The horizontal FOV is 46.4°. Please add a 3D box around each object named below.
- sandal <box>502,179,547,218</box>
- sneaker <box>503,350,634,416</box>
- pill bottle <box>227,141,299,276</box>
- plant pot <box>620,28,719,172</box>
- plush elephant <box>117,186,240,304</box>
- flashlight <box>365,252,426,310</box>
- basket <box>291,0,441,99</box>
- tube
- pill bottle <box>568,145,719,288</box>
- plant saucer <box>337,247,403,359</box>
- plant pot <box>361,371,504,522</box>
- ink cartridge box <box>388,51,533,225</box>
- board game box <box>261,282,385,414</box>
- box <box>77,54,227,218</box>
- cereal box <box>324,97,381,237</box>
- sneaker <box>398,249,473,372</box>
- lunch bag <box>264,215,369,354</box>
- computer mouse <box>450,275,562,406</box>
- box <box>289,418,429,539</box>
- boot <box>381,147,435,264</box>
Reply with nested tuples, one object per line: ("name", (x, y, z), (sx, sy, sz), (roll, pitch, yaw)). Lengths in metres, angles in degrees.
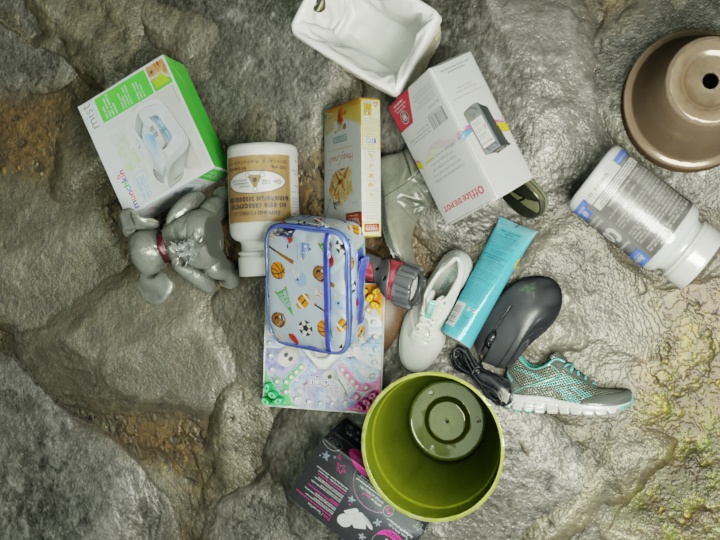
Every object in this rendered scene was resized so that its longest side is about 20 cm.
("sandal", (0.215, -0.165, 1.271), (0.057, 0.080, 0.202), (-34, 78, -24))
("sneaker", (0.305, 0.167, 1.250), (0.195, 0.078, 0.094), (2, 88, 11))
("pill bottle", (-0.152, -0.094, 1.328), (0.112, 0.114, 0.205), (-2, 91, 13))
("plant pot", (0.465, -0.241, 1.152), (0.195, 0.174, 0.206), (0, 92, 12))
("plush elephant", (-0.295, -0.038, 1.330), (0.151, 0.200, 0.169), (-5, 97, 17))
("flashlight", (0.000, 0.000, 1.271), (0.196, 0.068, 0.069), (17, 87, 23))
("basket", (0.016, -0.362, 1.279), (0.198, 0.123, 0.137), (32, 97, 10))
("tube", (0.190, 0.017, 1.264), (0.077, 0.050, 0.203), (26, 85, 41))
("pill bottle", (0.407, -0.075, 1.199), (0.199, 0.114, 0.114), (40, 99, 10))
("plant saucer", (-0.030, 0.057, 1.343), (0.195, 0.037, 0.206), (0, 90, 13))
("plant pot", (0.117, 0.238, 1.231), (0.195, 0.193, 0.206), (0, 91, 13))
("ink cartridge box", (0.141, -0.188, 1.215), (0.085, 0.147, 0.203), (-29, 92, -26))
("board game box", (-0.061, 0.119, 1.320), (0.195, 0.026, 0.205), (2, 91, 13))
("box", (-0.335, -0.214, 1.378), (0.174, 0.097, 0.203), (-26, 86, 10))
("cereal box", (-0.014, -0.151, 1.286), (0.039, 0.143, 0.205), (0, 90, -25))
("sneaker", (0.107, 0.062, 1.284), (0.074, 0.088, 0.204), (23, 96, 10))
("lunch bag", (-0.063, 0.017, 1.238), (0.157, 0.075, 0.205), (9, 110, 28))
("computer mouse", (0.221, 0.088, 1.253), (0.201, 0.052, 0.138), (-53, 45, 4))
("box", (0.011, 0.344, 1.290), (0.198, 0.132, 0.116), (35, 102, 10))
("boot", (0.089, -0.099, 1.299), (0.128, 0.068, 0.204), (-18, 87, 8))
